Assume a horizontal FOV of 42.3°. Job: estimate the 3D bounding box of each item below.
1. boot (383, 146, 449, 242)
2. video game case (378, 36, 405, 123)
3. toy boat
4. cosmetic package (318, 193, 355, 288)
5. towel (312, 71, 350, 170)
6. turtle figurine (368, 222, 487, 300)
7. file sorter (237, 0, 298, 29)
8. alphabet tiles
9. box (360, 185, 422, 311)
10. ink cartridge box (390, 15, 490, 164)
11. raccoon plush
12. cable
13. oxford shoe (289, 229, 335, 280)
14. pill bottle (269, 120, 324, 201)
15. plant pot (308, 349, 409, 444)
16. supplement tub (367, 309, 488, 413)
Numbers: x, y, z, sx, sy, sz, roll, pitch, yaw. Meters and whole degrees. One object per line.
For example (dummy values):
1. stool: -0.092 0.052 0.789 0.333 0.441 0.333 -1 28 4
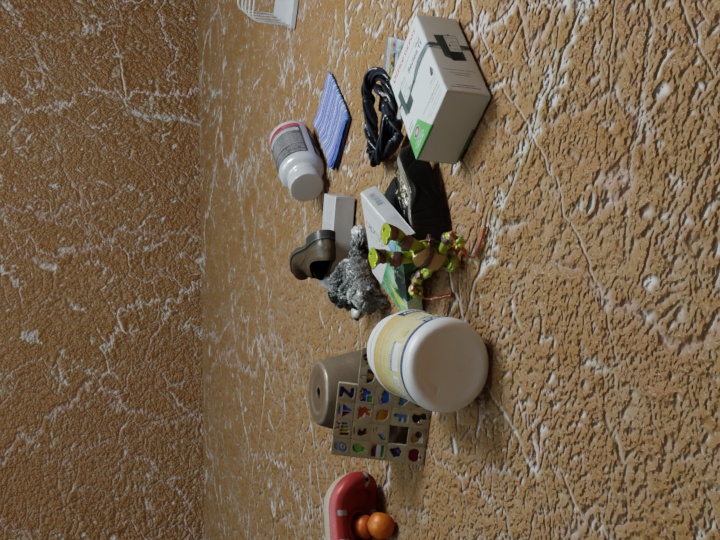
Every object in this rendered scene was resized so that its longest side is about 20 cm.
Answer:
1. boot: 0.089 -0.095 1.633 0.151 0.072 0.203 121 137 -61
2. video game case: 0.083 -0.353 1.743 0.200 0.018 0.145 -136 50 -63
3. toy boat: 0.009 0.486 1.776 0.129 0.130 0.203 -16 71 36
4. cosmetic package: -0.051 -0.063 2.035 0.082 0.050 0.204 -153 66 -70
5. towel: -0.069 -0.344 2.142 0.201 0.023 0.146 -110 30 -45
6. turtle figurine: 0.104 -0.031 1.495 0.200 0.159 0.065 127 150 -46
7. file sorter: -0.249 -0.746 2.512 0.200 0.123 0.141 -129 44 -59
8. alphabet tiles: 0.040 0.234 1.618 0.008 0.164 0.203 -85 2 -77
9. box: 0.056 -0.028 1.631 0.145 0.036 0.202 53 162 42
10. ink cartridge box: 0.126 -0.299 1.531 0.148 0.082 0.202 114 151 -44
11. raccoon plush: 0.000 0.000 1.848 0.133 0.095 0.204 -13 76 61
12. cable: 0.030 -0.292 1.790 0.200 0.050 0.166 121 134 -70
13. oxford shoe: -0.106 -0.012 2.007 0.200 0.072 0.086 133 132 -62
14. pill bottle: -0.148 -0.259 2.223 0.201 0.109 0.112 -110 30 -45
15. plant pot: 0.001 0.220 1.703 0.200 0.172 0.204 -177 90 -70
16. supplement tub: 0.100 0.139 1.482 0.200 0.142 0.147 -171 83 -69
